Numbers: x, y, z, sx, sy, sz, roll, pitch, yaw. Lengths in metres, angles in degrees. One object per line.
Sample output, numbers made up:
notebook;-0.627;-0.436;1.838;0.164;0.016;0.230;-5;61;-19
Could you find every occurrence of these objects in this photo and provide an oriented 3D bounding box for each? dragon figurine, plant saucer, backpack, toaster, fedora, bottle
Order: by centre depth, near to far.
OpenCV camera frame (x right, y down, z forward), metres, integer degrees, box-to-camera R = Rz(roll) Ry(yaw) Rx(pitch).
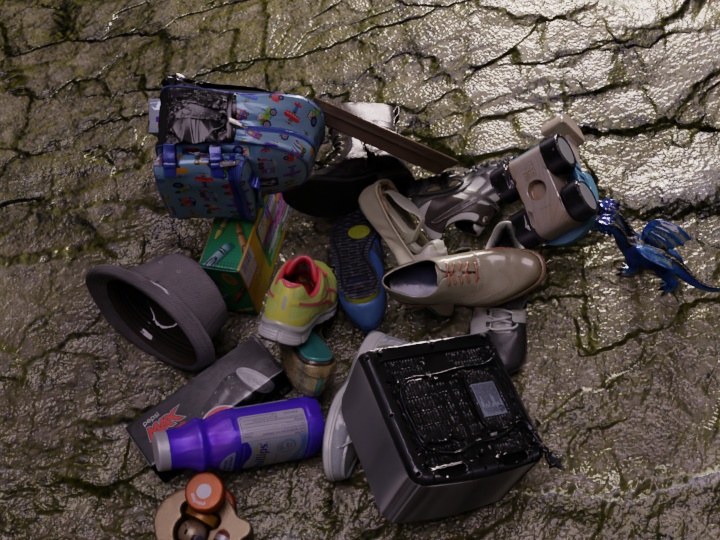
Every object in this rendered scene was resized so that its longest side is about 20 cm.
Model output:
toaster;0.097;0.183;1.375;0.181;0.119;0.200;-8;56;-26
bottle;-0.145;0.200;1.429;0.200;0.084;0.065;-7;56;-19
backpack;-0.143;-0.144;1.470;0.200;0.183;0.135;2;69;-3
dragon figurine;0.371;-0.022;1.492;0.200;0.099;0.059;26;68;22
fedora;-0.242;0.038;1.518;0.200;0.177;0.090;16;52;39
plant saucer;0.028;-0.168;1.526;0.200;0.200;0.030;26;96;22

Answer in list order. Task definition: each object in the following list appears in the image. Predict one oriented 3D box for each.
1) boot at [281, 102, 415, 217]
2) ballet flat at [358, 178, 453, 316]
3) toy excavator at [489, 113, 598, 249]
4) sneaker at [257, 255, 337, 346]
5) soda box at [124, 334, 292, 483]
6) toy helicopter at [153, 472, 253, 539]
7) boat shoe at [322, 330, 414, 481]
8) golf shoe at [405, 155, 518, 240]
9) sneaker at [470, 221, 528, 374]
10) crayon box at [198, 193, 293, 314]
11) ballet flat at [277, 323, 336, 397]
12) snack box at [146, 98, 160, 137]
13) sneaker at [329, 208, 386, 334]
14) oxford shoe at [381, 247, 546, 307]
boot;-0.025;-0.160;1.644;0.200;0.069;0.174;-6;49;-16
ballet flat;0.069;-0.035;1.539;0.069;0.069;0.200;-34;78;-10
toy excavator;0.250;-0.118;1.521;0.100;0.200;0.195;-31;69;27
sneaker;-0.067;0.018;1.484;0.078;0.090;0.200;13;22;5
soda box;-0.187;0.171;1.494;0.200;0.063;0.071;-36;62;-11
toy helicopter;-0.174;0.343;1.389;0.132;0.079;0.200;-34;65;-10
boat shoe;0.009;0.166;1.462;0.065;0.074;0.202;13;57;21
golf shoe;0.161;-0.096;1.594;0.200;0.078;0.095;-16;91;-13
sneaker;0.173;0.030;1.504;0.074;0.089;0.200;-1;62;7
crayon box;-0.144;-0.058;1.585;0.058;0.119;0.200;9;62;14
ballet flat;-0.077;0.092;1.508;0.071;0.071;0.200;-23;30;-4
snack box;-0.174;-0.198;1.654;0.200;0.142;0.053;3;86;10
sneaker;0.000;0.000;1.567;0.066;0.079;0.200;-10;40;5
oxford shoe;0.122;0.012;1.452;0.200;0.074;0.071;-11;82;18
